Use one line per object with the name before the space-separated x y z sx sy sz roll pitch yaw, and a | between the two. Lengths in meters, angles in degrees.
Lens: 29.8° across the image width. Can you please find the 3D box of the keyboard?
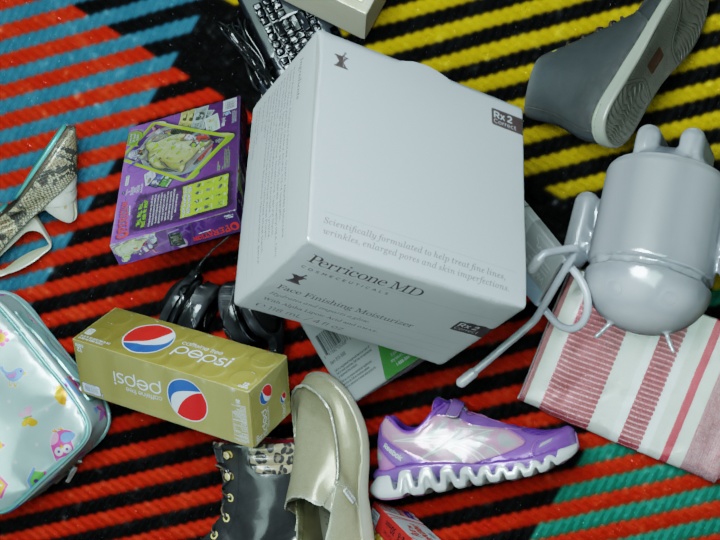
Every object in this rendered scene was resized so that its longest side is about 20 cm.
keyboard | -0.067 -0.210 1.310 0.104 0.040 0.200 -28 85 6

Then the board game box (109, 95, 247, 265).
board game box | -0.165 -0.088 1.256 0.120 0.200 0.032 -12 127 6

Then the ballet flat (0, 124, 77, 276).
ballet flat | -0.328 -0.054 1.340 0.200 0.068 0.075 -44 106 11

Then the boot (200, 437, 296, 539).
boot | -0.128 0.237 1.294 0.200 0.073 0.151 -2 90 4

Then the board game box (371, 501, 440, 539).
board game box | 0.021 0.331 1.232 0.046 0.151 0.200 20 92 -20

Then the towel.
towel | 0.265 0.094 1.266 0.200 0.023 0.144 22 93 9

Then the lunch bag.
lunch bag | -0.347 0.127 1.326 0.160 0.077 0.200 -41 84 4

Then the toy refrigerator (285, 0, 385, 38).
toy refrigerator | -0.067 -0.305 1.282 0.200 0.070 0.076 27 79 5

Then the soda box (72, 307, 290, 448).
soda box | -0.165 0.097 1.251 0.200 0.068 0.064 14 123 26

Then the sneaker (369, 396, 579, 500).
sneaker | 0.101 0.158 1.264 0.200 0.080 0.089 -10 80 9

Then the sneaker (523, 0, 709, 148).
sneaker | 0.235 -0.211 1.250 0.106 0.075 0.200 24 71 39

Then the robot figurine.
robot figurine | 0.265 -0.028 1.209 0.169 0.113 0.200 7 75 31

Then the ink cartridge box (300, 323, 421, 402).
ink cartridge box | 0.000 0.000 1.238 0.200 0.083 0.147 59 140 6

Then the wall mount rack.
wall mount rack | 0.115 0.001 1.244 0.200 0.074 0.174 54 138 30

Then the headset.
headset | -0.139 0.038 1.284 0.123 0.094 0.200 3 103 15

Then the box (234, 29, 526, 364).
box | 0.018 -0.055 1.101 0.199 0.131 0.200 17 58 -24

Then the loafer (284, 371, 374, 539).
loafer | -0.034 0.192 1.236 0.076 0.068 0.200 -19 80 50
